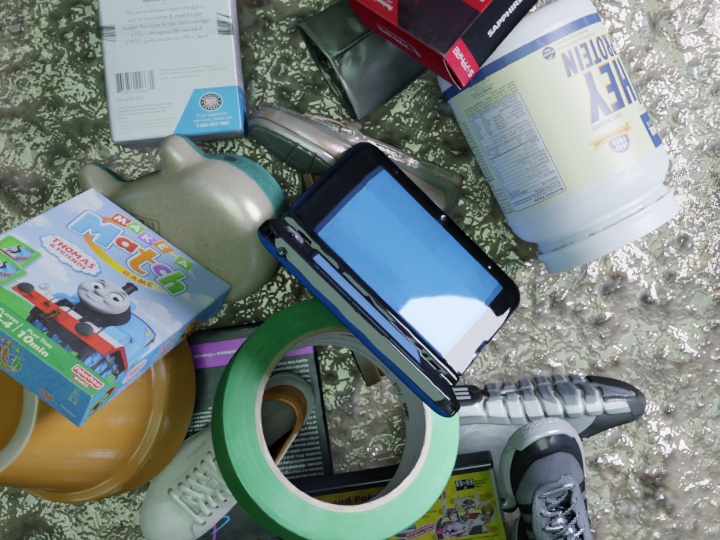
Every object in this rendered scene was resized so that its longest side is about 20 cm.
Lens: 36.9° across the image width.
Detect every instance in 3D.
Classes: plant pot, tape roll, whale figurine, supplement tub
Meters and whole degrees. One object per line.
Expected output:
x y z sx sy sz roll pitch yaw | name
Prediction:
-0.266 0.098 0.887 0.200 0.183 0.200 -1 87 18 | plant pot
-0.019 0.124 0.881 0.200 0.048 0.201 6 72 -18 | tape roll
-0.153 -0.050 0.956 0.200 0.104 0.159 12 119 22 | whale figurine
0.169 -0.113 0.915 0.145 0.145 0.200 -27 93 2 | supplement tub

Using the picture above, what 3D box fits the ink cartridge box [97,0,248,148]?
-0.166 -0.214 0.951 0.116 0.067 0.200 -5 91 1 | ink cartridge box

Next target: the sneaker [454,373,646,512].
0.156 0.159 0.974 0.200 0.075 0.116 -4 101 8 | sneaker

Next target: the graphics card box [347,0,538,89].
0.097 -0.255 0.856 0.200 0.051 0.125 -48 55 -1 | graphics card box

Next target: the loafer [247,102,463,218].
-0.002 -0.100 0.963 0.200 0.072 0.063 29 75 -7 | loafer

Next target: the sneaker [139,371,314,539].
-0.123 0.168 0.931 0.073 0.085 0.200 42 95 -3 | sneaker

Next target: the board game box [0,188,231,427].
-0.212 0.019 0.833 0.151 0.200 0.037 35 120 6 | board game box

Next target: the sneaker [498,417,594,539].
0.172 0.219 0.908 0.075 0.114 0.200 -16 130 -7 | sneaker

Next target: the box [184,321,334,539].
-0.101 0.149 0.988 0.143 0.036 0.200 -8 92 2 | box

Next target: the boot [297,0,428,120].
0.035 -0.254 0.942 0.200 0.073 0.182 -28 93 1 | boot

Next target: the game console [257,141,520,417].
0.033 -0.002 0.853 0.200 0.171 0.118 44 93 -2 | game console

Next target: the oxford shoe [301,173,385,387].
0.000 0.000 0.965 0.071 0.071 0.200 -22 104 -3 | oxford shoe

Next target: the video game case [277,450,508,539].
0.034 0.258 0.965 0.200 0.026 0.181 -10 109 7 | video game case
